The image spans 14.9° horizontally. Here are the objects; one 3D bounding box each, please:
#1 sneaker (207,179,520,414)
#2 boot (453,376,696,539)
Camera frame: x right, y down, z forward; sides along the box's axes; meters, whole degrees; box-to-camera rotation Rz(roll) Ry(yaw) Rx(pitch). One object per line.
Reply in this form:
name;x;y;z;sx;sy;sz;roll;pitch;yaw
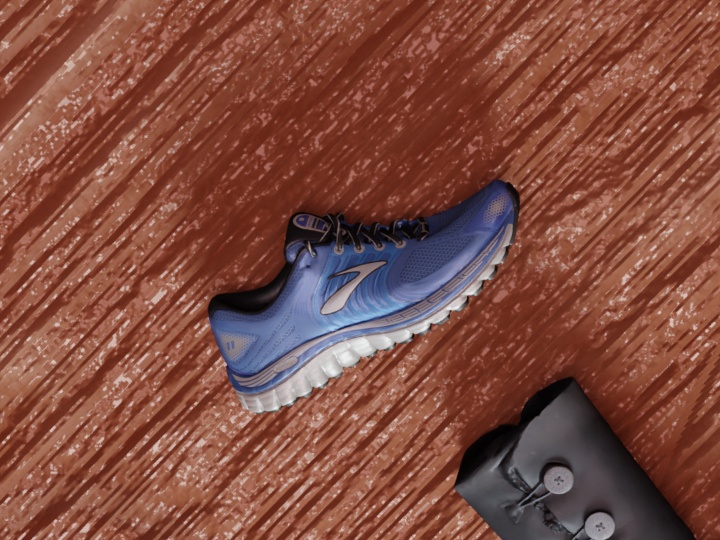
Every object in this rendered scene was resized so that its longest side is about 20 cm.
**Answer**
sneaker;0.000;0.000;1.562;0.199;0.079;0.089;-30;100;8
boot;0.176;0.139;1.592;0.165;0.066;0.200;-41;92;7
